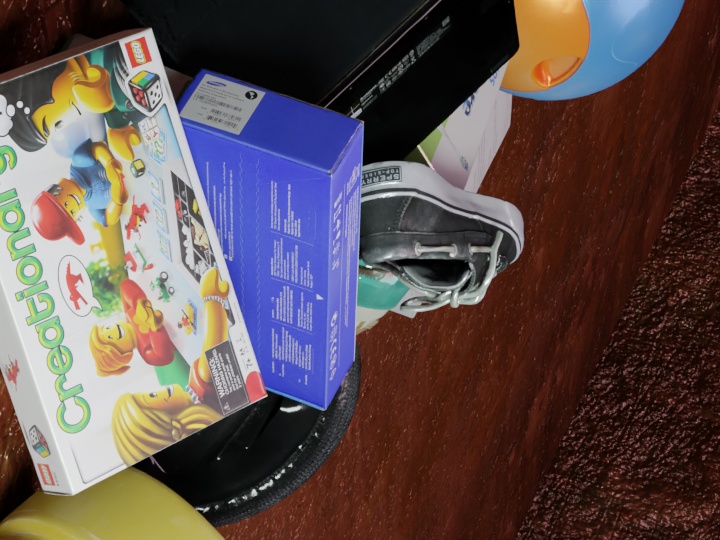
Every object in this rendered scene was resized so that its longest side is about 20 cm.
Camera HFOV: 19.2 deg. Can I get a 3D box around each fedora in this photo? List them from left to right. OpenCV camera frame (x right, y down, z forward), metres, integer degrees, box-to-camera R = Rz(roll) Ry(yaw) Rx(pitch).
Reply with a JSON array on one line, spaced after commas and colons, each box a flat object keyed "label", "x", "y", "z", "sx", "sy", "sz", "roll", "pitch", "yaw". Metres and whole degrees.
[{"label": "fedora", "x": -0.101, "y": 0.067, "z": 1.363, "sx": 0.092, "sy": 0.200, "sz": 0.201, "roll": -117, "pitch": -141, "yaw": -63}]

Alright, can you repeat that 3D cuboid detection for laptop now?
[{"label": "laptop", "x": -0.020, "y": -0.145, "z": 1.201, "sx": 0.187, "sy": 0.116, "sz": 0.200, "roll": -43, "pitch": 157, "yaw": -10}]

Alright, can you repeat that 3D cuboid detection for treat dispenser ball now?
[{"label": "treat dispenser ball", "x": 0.137, "y": -0.223, "z": 1.533, "sx": 0.201, "sy": 0.200, "sz": 0.201, "roll": 21, "pitch": 90, "yaw": -76}]

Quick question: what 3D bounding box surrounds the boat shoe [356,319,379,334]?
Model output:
[{"label": "boat shoe", "x": -0.037, "y": 0.029, "z": 1.515, "sx": 0.065, "sy": 0.072, "sz": 0.200, "roll": -40, "pitch": 176, "yaw": 9}]

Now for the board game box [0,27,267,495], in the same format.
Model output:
[{"label": "board game box", "x": -0.130, "y": -0.006, "z": 1.051, "sx": 0.126, "sy": 0.035, "sz": 0.201, "roll": -26, "pitch": 105, "yaw": -36}]

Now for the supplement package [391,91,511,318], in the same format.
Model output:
[{"label": "supplement package", "x": 0.028, "y": -0.087, "z": 1.635, "sx": 0.117, "sy": 0.117, "sz": 0.200, "roll": 88, "pitch": 25, "yaw": -58}]

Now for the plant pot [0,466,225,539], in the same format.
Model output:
[{"label": "plant pot", "x": -0.173, "y": 0.244, "z": 1.245, "sx": 0.189, "sy": 0.201, "sz": 0.201, "roll": -38, "pitch": 150, "yaw": -34}]

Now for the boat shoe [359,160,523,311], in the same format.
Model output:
[{"label": "boat shoe", "x": 0.050, "y": -0.012, "z": 1.270, "sx": 0.199, "sy": 0.073, "sz": 0.068, "roll": 29, "pitch": 52, "yaw": -68}]

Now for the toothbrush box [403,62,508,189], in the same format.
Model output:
[{"label": "toothbrush box", "x": 0.003, "y": -0.152, "z": 1.315, "sx": 0.200, "sy": 0.086, "sz": 0.146, "roll": 53, "pitch": 43, "yaw": -38}]

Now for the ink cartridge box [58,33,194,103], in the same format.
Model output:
[{"label": "ink cartridge box", "x": -0.140, "y": -0.012, "z": 1.187, "sx": 0.200, "sy": 0.084, "sz": 0.145, "roll": 79, "pitch": 35, "yaw": -64}]

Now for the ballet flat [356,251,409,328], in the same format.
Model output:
[{"label": "ballet flat", "x": 0.000, "y": 0.000, "z": 1.389, "sx": 0.200, "sy": 0.067, "sz": 0.071, "roll": -94, "pitch": -160, "yaw": -73}]

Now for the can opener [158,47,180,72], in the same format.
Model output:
[{"label": "can opener", "x": -0.074, "y": -0.137, "z": 1.312, "sx": 0.200, "sy": 0.066, "sz": 0.053, "roll": -26, "pitch": 134, "yaw": -63}]

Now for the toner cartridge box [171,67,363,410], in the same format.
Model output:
[{"label": "toner cartridge box", "x": -0.051, "y": -0.013, "z": 1.154, "sx": 0.200, "sy": 0.095, "sz": 0.043, "roll": 93, "pitch": 22, "yaw": -50}]
